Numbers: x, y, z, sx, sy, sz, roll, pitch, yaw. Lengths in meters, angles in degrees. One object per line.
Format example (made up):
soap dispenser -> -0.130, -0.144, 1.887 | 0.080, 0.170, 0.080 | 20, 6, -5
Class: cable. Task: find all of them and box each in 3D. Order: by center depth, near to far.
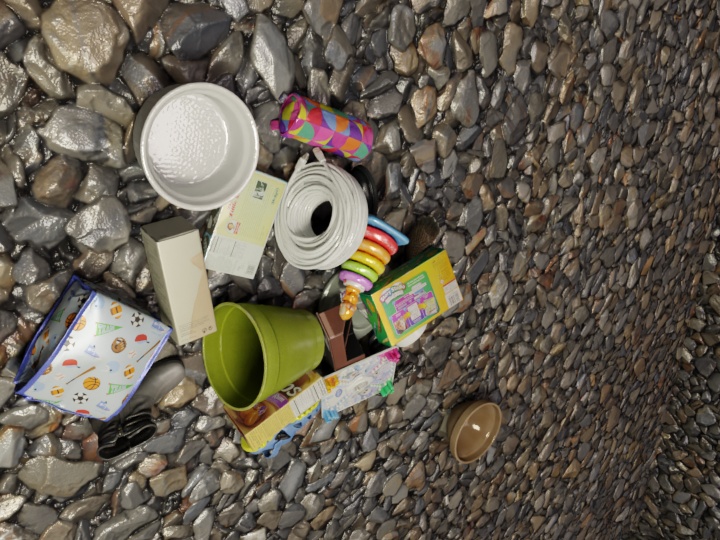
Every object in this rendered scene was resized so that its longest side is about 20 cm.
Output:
cable -> -0.079, -0.102, 1.104 | 0.201, 0.200, 0.069 | -50, 152, 17

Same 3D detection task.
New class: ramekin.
ramekin -> -0.277, -0.210, 0.961 | 0.198, 0.097, 0.204 | -17, 120, -32

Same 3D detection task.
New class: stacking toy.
stacking toy -> 0.000, 0.000, 1.125 | 0.109, 0.116, 0.203 | 28, 76, -23

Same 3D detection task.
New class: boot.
boot -> -0.390, 0.255, 1.056 | 0.199, 0.131, 0.071 | -36, 127, -20
boot -> -0.047, -0.102, 1.204 | 0.166, 0.076, 0.203 | -24, 129, -32

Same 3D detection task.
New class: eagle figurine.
eagle figurine -> 0.139, -0.006, 1.345 | 0.150, 0.151, 0.203 | -33, 126, -23

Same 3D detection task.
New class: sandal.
sandal -> -0.173, 0.353, 1.317 | 0.198, 0.079, 0.088 | -33, 131, -12

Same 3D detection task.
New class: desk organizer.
desk organizer -> -0.039, 0.159, 1.275 | 0.076, 0.072, 0.202 | -22, 146, -11

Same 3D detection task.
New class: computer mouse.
computer mouse -> 0.047, 0.228, 1.457 | 0.140, 0.046, 0.201 | -39, 130, -3

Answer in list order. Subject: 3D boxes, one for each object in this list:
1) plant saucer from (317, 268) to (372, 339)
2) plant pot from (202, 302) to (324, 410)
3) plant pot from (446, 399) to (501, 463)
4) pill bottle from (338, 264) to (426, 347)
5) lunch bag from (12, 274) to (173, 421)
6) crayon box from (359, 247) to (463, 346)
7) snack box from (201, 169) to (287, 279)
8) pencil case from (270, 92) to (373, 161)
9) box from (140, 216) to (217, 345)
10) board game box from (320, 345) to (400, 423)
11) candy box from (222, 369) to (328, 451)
plant saucer -> -0.004, 0.082, 1.341 | 0.197, 0.050, 0.204 | -17, 119, -33
plant pot -> -0.179, 0.152, 1.156 | 0.191, 0.198, 0.204 | -8, 115, -49
plant pot -> 0.325, 0.466, 1.746 | 0.198, 0.092, 0.205 | -17, 120, -31
pill bottle -> 0.053, 0.066, 1.261 | 0.114, 0.114, 0.200 | -47, 113, -10
lunch bag -> -0.447, 0.138, 0.968 | 0.169, 0.123, 0.203 | 35, 79, -43
crayon box -> 0.106, 0.051, 1.190 | 0.198, 0.058, 0.121 | -30, 108, -21
snack box -> -0.224, -0.092, 1.095 | 0.115, 0.037, 0.203 | 15, 100, -42
pencil case -> -0.068, -0.272, 1.112 | 0.197, 0.088, 0.090 | 11, 103, -38
box -> -0.322, 0.017, 1.031 | 0.077, 0.094, 0.204 | -20, 122, -31
board game box -> 0.000, 0.273, 1.369 | 0.197, 0.026, 0.202 | -21, 145, -18
candy box -> -0.181, 0.276, 1.243 | 0.199, 0.116, 0.057 | -34, 128, -22
